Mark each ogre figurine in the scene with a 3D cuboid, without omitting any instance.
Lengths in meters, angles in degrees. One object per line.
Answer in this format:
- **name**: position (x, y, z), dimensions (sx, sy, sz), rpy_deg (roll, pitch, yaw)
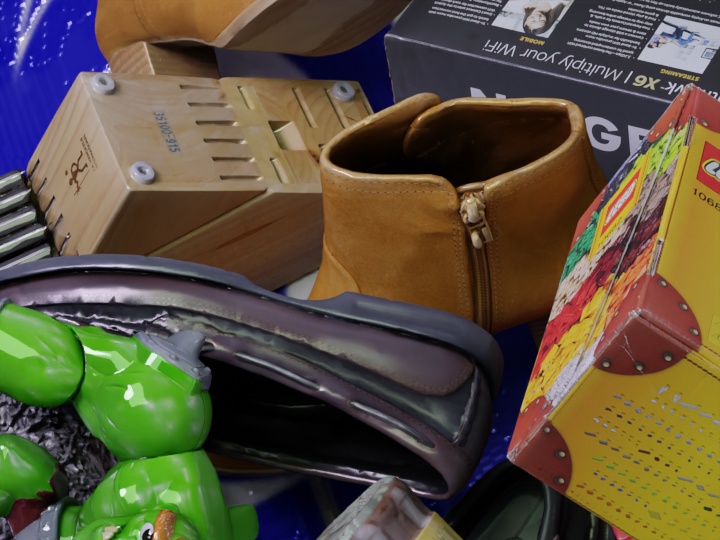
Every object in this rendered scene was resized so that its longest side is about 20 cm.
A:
- **ogre figurine**: position (-0.101, 0.096, 0.951), dimensions (0.119, 0.098, 0.201), rpy_deg (-9, 71, 8)

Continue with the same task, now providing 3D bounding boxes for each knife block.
- **knife block**: position (-0.098, -0.002, 1.145), dimensions (0.199, 0.176, 0.064), rpy_deg (-1, 52, -34)

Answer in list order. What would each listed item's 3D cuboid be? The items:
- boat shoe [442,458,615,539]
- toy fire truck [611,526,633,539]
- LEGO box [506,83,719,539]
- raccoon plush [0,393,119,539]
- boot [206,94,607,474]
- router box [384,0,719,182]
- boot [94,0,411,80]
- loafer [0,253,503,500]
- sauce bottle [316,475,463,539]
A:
- **boat shoe**: position (0.022, 0.152, 1.013), dimensions (0.074, 0.066, 0.200), rpy_deg (35, 79, 28)
- **toy fire truck**: position (0.116, 0.107, 0.953), dimensions (0.049, 0.141, 0.201), rpy_deg (-23, 82, 5)
- **LEGO box**: position (0.162, 0.050, 0.920), dimensions (0.200, 0.077, 0.149), rpy_deg (33, 34, -6)
- **raccoon plush**: position (-0.082, 0.087, 1.048), dimensions (0.199, 0.097, 0.135), rpy_deg (11, 85, 20)
- **boot**: position (0.001, 0.000, 1.042), dimensions (0.200, 0.144, 0.071), rpy_deg (-17, 52, 7)
- **router box**: position (0.133, -0.099, 1.082), dimensions (0.199, 0.052, 0.157), rpy_deg (16, 48, 26)
- **boot**: position (-0.052, -0.150, 1.147), dimensions (0.201, 0.071, 0.145), rpy_deg (-35, 62, 41)
- **loafer**: position (-0.050, 0.041, 0.989), dimensions (0.199, 0.072, 0.063), rpy_deg (6, 53, 6)
- **sauce bottle**: position (0.058, 0.162, 0.952), dimensions (0.065, 0.065, 0.200), rpy_deg (-44, 89, -7)
